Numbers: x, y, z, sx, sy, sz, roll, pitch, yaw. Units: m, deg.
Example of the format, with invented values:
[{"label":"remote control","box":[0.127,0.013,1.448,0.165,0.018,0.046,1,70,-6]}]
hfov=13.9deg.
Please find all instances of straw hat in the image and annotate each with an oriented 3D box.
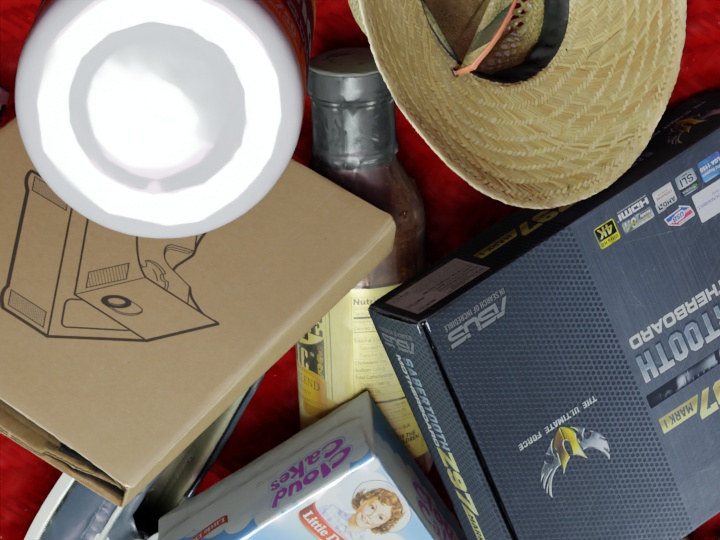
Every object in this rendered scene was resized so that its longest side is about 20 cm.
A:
[{"label":"straw hat","box":[0.042,-0.123,1.254,0.085,0.201,0.201,-2,120,47]}]

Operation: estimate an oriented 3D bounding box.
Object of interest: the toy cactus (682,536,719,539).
[{"label":"toy cactus","box":[0.162,0.168,1.380,0.165,0.102,0.200,37,118,-3]}]

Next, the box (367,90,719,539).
[{"label":"box","box":[0.118,0.037,1.290,0.200,0.051,0.158,-31,112,-21]}]

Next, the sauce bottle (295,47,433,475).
[{"label":"sauce bottle","box":[0.000,0.000,1.323,0.066,0.066,0.201,-2,110,2]}]

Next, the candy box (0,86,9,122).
[{"label":"candy box","box":[-0.283,-0.042,1.307,0.168,0.072,0.200,36,109,-13]}]

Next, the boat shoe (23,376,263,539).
[{"label":"boat shoe","box":[-0.102,0.110,1.362,0.062,0.075,0.200,33,105,20]}]

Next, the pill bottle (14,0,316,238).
[{"label":"pill bottle","box":[-0.075,-0.098,1.209,0.113,0.200,0.113,0,112,1]}]

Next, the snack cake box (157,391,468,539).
[{"label":"snack cake box","box":[0.010,0.169,1.322,0.115,0.067,0.200,-31,112,10]}]

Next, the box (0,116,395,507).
[{"label":"box","box":[-0.103,-0.003,1.225,0.163,0.200,0.021,31,135,17]}]
